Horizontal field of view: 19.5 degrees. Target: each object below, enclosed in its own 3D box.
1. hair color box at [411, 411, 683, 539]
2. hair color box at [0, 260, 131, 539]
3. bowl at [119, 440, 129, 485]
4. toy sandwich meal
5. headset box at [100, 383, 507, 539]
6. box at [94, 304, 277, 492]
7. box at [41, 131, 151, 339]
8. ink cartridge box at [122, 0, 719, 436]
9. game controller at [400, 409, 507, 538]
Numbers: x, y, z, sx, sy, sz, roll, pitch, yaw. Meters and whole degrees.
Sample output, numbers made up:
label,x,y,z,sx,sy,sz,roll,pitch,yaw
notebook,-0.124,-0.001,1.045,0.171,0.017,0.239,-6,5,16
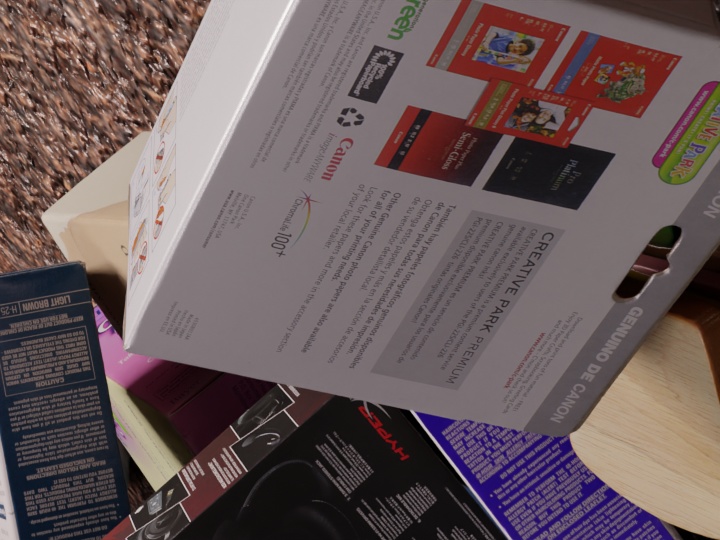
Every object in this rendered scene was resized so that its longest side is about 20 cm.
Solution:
label,x,y,z,sx,sy,sz,roll,pitch,yaw
hair color box,0.087,0.096,0.935,0.200,0.065,0.109,54,-178,-6
hair color box,-0.153,0.101,1.050,0.100,0.060,0.201,164,97,-75
bowl,-0.255,0.138,1.632,0.201,0.105,0.201,40,156,21
toy sandwich meal,0.107,0.008,0.795,0.205,0.070,0.206,40,156,22
headset box,-0.035,0.155,0.962,0.149,0.200,0.077,49,177,-15
box,-0.061,0.097,1.181,0.176,0.097,0.200,58,163,-22
box,-0.066,-0.011,1.006,0.095,0.078,0.200,57,156,-18
ink cartridge box,0.032,-0.045,0.706,0.175,0.084,0.200,14,135,-19
game controller,0.046,0.120,1.039,0.199,0.042,0.105,28,143,1
